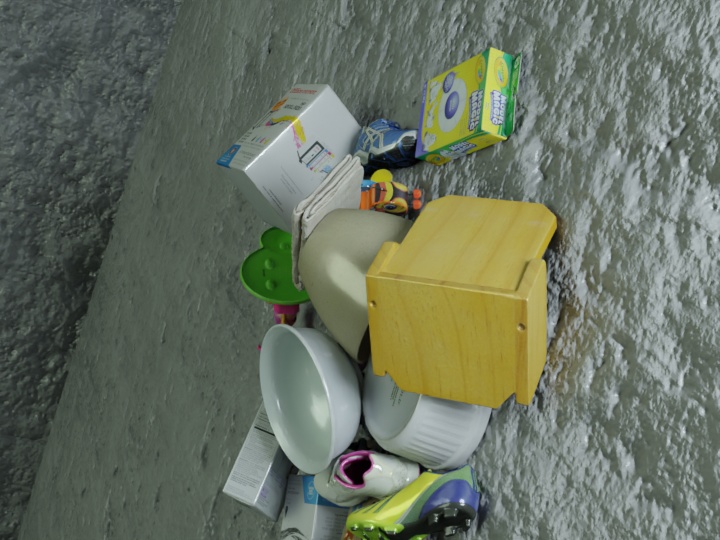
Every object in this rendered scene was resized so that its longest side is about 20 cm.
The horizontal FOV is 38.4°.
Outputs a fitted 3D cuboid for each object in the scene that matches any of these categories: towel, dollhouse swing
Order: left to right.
[{"bbox_3d":[-0.049,-0.066,1.428,0.133,0.034,0.201,-48,-17,-27],"label":"towel"},{"bbox_3d":[0.132,0.030,1.221,0.196,0.176,0.185,7,115,26],"label":"dollhouse swing"}]

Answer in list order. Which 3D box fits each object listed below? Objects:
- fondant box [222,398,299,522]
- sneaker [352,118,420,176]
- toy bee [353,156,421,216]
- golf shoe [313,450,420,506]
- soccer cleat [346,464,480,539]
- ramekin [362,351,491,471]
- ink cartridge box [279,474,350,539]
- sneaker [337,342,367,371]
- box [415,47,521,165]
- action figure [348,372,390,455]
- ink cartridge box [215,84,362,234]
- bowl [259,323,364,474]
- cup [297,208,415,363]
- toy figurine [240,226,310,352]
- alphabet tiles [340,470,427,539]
[{"bbox_3d":[-0.126,0.266,1.568,0.145,0.057,0.203,68,-136,-65],"label":"fondant box"},{"bbox_3d":[0.039,-0.196,1.578,0.199,0.074,0.079,-6,76,61],"label":"sneaker"},{"bbox_3d":[0.035,-0.090,1.535,0.200,0.106,0.134,135,139,-87],"label":"toy bee"},{"bbox_3d":[-0.010,0.268,1.376,0.198,0.091,0.077,-17,53,48],"label":"golf shoe"},{"bbox_3d":[0.066,0.290,1.275,0.198,0.065,0.085,-23,38,37],"label":"soccer cleat"},{"bbox_3d":[0.078,0.146,1.315,0.202,0.093,0.206,-39,44,51],"label":"ramekin"},{"bbox_3d":[-0.069,0.407,1.515,0.115,0.066,0.204,-17,63,60],"label":"ink cartridge box"},{"bbox_3d":[-0.008,0.054,1.481,0.078,0.095,0.203,-15,47,49],"label":"sneaker"},{"bbox_3d":[0.148,-0.222,1.408,0.199,0.048,0.120,-14,66,60],"label":"box"},{"bbox_3d":[0.001,0.199,1.477,0.199,0.068,0.132,28,98,60],"label":"action figure"},{"bbox_3d":[-0.105,-0.188,1.702,0.200,0.145,0.147,-45,25,-12],"label":"ink cartridge box"},{"bbox_3d":[-0.053,0.163,1.396,0.200,0.089,0.205,31,127,52],"label":"bowl"},{"bbox_3d":[0.000,0.000,1.377,0.142,0.200,0.203,34,116,15],"label":"cup"},{"bbox_3d":[-0.129,0.058,1.727,0.202,0.147,0.187,-102,14,-50],"label":"toy figurine"},{"bbox_3d":[0.025,0.356,1.334,0.165,0.006,0.203,-19,44,46],"label":"alphabet tiles"}]
